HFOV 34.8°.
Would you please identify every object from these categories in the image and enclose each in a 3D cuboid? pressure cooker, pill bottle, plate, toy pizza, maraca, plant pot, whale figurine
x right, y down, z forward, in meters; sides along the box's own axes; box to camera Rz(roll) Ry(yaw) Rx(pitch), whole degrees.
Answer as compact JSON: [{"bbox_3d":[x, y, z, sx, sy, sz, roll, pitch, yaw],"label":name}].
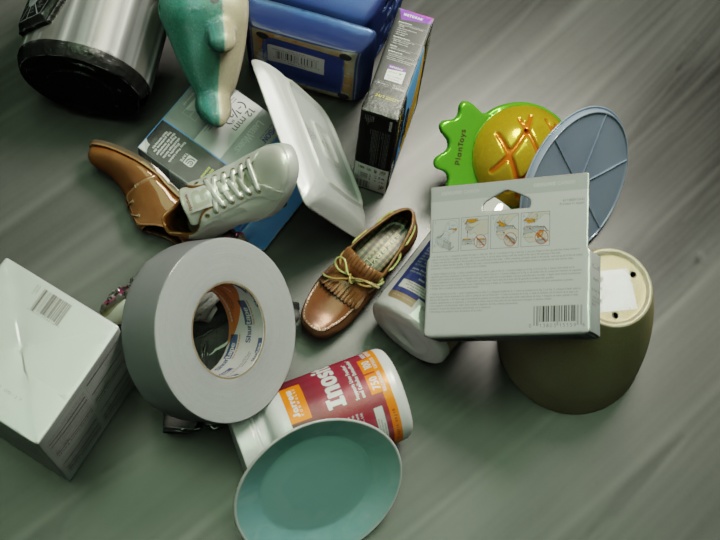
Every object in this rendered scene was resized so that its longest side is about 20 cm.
[{"bbox_3d":[-0.332,-0.318,1.463,0.174,0.179,0.202,13,72,0],"label":"pressure cooker"},{"bbox_3d":[0.114,0.005,1.412,0.111,0.111,0.200,36,71,9],"label":"pill bottle"},{"bbox_3d":[-0.054,-0.149,1.413,0.032,0.200,0.201,-25,72,14],"label":"plate"},{"bbox_3d":[-0.048,0.243,1.290,0.198,0.202,0.026,-19,33,-11],"label":"plate"},{"bbox_3d":[0.263,-0.111,1.440,0.200,0.201,0.032,-42,45,-18],"label":"toy pizza"},{"bbox_3d":[0.185,-0.148,1.464,0.198,0.107,0.139,6,95,-22],"label":"maraca"},{"bbox_3d":[0.272,0.054,1.359,0.185,0.200,0.190,2,69,-5],"label":"plant pot"},{"bbox_3d":[-0.194,-0.277,1.397,0.103,0.159,0.203,0,101,-17],"label":"whale figurine"},{"bbox_3d":[-0.048,0.175,1.334,0.198,0.113,0.114,-20,72,-12],"label":"pill bottle"},{"bbox_3d":[-0.052,-0.344,1.488,0.198,0.200,0.182,16,75,1],"label":"plant pot"}]

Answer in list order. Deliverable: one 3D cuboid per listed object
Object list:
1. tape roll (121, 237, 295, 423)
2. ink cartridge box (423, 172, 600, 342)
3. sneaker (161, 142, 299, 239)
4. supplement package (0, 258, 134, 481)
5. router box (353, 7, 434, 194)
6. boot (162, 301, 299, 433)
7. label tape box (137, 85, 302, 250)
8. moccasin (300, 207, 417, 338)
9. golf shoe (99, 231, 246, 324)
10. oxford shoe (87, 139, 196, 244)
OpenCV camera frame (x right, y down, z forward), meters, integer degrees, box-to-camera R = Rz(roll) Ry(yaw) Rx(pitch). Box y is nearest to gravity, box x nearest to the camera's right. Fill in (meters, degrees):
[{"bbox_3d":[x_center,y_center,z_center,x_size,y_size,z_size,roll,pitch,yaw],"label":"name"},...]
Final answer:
[{"bbox_3d":[-0.165,0.066,1.269,0.199,0.066,0.203,4,84,-47],"label":"tape roll"},{"bbox_3d":[0.168,-0.011,1.282,0.198,0.043,0.176,-3,77,30],"label":"ink cartridge box"},{"bbox_3d":[-0.154,-0.084,1.327,0.084,0.199,0.073,-7,70,-50],"label":"sneaker"},{"bbox_3d":[-0.359,0.116,1.285,0.151,0.200,0.151,30,70,7],"label":"supplement package"},{"bbox_3d":[0.039,-0.207,1.437,0.051,0.200,0.151,18,69,3],"label":"router box"},{"bbox_3d":[-0.153,0.119,1.382,0.198,0.070,0.133,-17,79,-5],"label":"boot"},{"bbox_3d":[-0.163,-0.142,1.470,0.199,0.066,0.144,34,71,10],"label":"label tape box"},{"bbox_3d":[0.001,0.001,1.422,0.201,0.078,0.074,-42,78,-17],"label":"moccasin"},{"bbox_3d":[-0.217,0.030,1.397,0.198,0.073,0.093,-23,100,-3],"label":"golf shoe"},{"bbox_3d":[-0.272,-0.092,1.442,0.199,0.071,0.072,36,75,7],"label":"oxford shoe"}]
